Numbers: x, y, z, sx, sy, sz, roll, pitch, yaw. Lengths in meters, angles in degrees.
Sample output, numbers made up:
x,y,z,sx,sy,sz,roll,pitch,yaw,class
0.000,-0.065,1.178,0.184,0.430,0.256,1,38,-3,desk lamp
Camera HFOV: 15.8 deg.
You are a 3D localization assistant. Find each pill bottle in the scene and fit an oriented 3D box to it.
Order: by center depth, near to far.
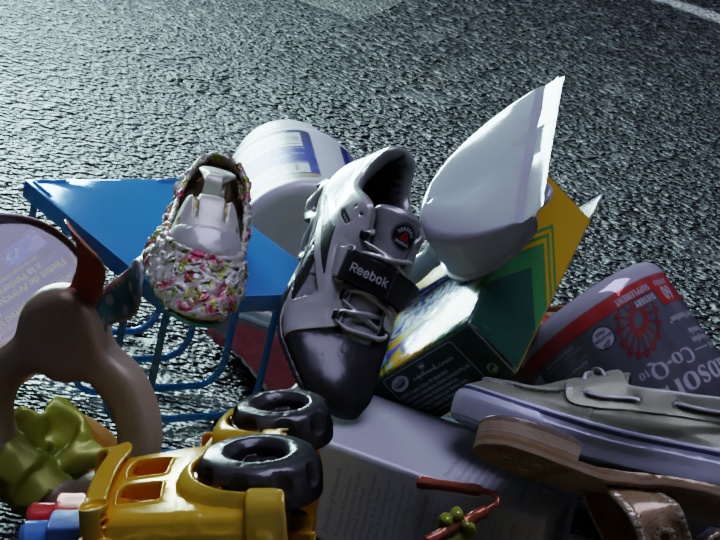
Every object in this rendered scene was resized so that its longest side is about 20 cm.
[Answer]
x,y,z,sx,sy,sz,roll,pitch,yaw,class
0.204,0.105,1.721,0.116,0.116,0.200,-16,68,-55,pill bottle
-0.052,-0.047,2.058,0.119,0.120,0.200,10,20,-10,pill bottle

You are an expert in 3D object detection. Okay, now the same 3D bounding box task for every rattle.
x,y,z,sx,sy,sz,roll,pitch,yaw,class
-0.156,0.051,1.598,0.130,0.201,0.143,19,21,31,rattle

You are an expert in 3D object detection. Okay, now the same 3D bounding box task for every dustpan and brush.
x,y,z,sx,sy,sz,roll,pitch,yaw,class
0.068,-0.032,1.746,0.057,0.200,0.140,43,39,-28,dustpan and brush

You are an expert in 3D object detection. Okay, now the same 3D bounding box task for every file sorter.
x,y,z,sx,sy,sz,roll,pitch,yaw,class
-0.137,0.029,1.790,0.138,0.123,0.200,-1,25,-37,file sorter

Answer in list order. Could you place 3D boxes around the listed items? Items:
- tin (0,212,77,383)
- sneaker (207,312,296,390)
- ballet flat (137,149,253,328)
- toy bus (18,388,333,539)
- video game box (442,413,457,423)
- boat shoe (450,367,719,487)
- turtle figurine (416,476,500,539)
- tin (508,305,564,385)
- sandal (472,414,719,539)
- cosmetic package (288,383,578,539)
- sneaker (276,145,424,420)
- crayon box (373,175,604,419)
x,y,z,sx,sy,sz,roll,pitch,yaw,class
-0.262,0.038,1.689,0.112,0.042,0.200,40,52,19,tin
-0.057,0.061,1.843,0.073,0.087,0.200,7,-4,-30,sneaker
-0.104,-0.028,1.694,0.075,0.064,0.200,12,20,-8,ballet flat
-0.110,0.154,1.497,0.191,0.136,0.200,-1,17,5,toy bus
0.077,0.093,1.879,0.199,0.047,0.182,3,25,-29,video game box
0.158,0.095,1.648,0.199,0.062,0.072,13,-11,11,boat shoe
0.081,0.206,1.544,0.200,0.065,0.161,34,34,20,turtle figurine
0.165,0.064,1.874,0.199,0.042,0.112,-1,30,-35,tin
0.163,0.158,1.603,0.211,0.070,0.078,20,-20,-9,sandal
0.033,0.142,1.679,0.199,0.074,0.102,17,20,14,cosmetic package
0.000,0.000,1.699,0.074,0.088,0.201,24,50,-26,sneaker
0.080,0.015,1.770,0.052,0.126,0.200,45,42,-13,crayon box
